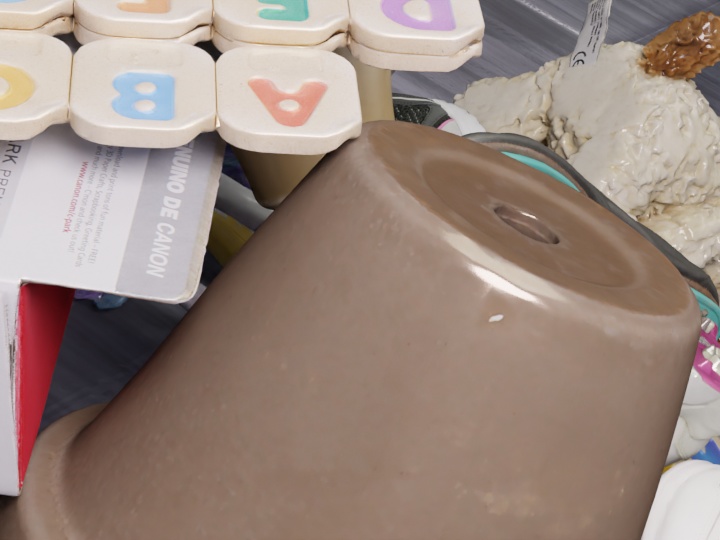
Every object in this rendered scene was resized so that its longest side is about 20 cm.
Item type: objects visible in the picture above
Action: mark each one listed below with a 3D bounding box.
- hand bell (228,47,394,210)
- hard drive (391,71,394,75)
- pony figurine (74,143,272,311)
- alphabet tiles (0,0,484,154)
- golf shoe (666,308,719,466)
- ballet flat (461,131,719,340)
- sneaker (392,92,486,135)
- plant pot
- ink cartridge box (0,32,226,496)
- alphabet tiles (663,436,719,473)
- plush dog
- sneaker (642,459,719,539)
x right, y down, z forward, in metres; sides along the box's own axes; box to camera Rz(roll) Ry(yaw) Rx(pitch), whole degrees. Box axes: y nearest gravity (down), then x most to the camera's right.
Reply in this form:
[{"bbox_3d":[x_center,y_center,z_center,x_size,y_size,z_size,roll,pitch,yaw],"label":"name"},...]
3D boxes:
[{"bbox_3d":[0.000,0.000,0.791,0.104,0.201,0.104,-17,8,3],"label":"hand bell"},{"bbox_3d":[-0.052,-0.111,0.949,0.132,0.200,0.026,45,64,-1],"label":"hard drive"},{"bbox_3d":[-0.095,-0.062,0.864,0.200,0.167,0.193,30,22,-41],"label":"pony figurine"},{"bbox_3d":[-0.065,-0.094,0.651,0.199,0.015,0.196,3,35,-7],"label":"alphabet tiles"},{"bbox_3d":[0.064,0.037,0.769,0.200,0.092,0.075,26,27,-44],"label":"golf shoe"},{"bbox_3d":[0.074,-0.013,0.890,0.200,0.068,0.068,33,14,-45],"label":"ballet flat"},{"bbox_3d":[0.017,-0.030,1.005,0.086,0.081,0.200,16,21,-26],"label":"sneaker"},{"bbox_3d":[0.009,0.056,0.631,0.200,0.175,0.200,24,18,-9],"label":"plant pot"},{"bbox_3d":[-0.125,-0.034,0.655,0.175,0.084,0.200,8,40,0],"label":"ink cartridge box"},{"bbox_3d":[0.102,0.082,0.868,0.166,0.006,0.200,11,39,-38],"label":"alphabet tiles"},{"bbox_3d":[0.161,-0.036,1.150,0.172,0.160,0.200,47,6,-38],"label":"plush dog"},{"bbox_3d":[0.173,0.101,0.803,0.099,0.075,0.200,-5,5,40],"label":"sneaker"}]
